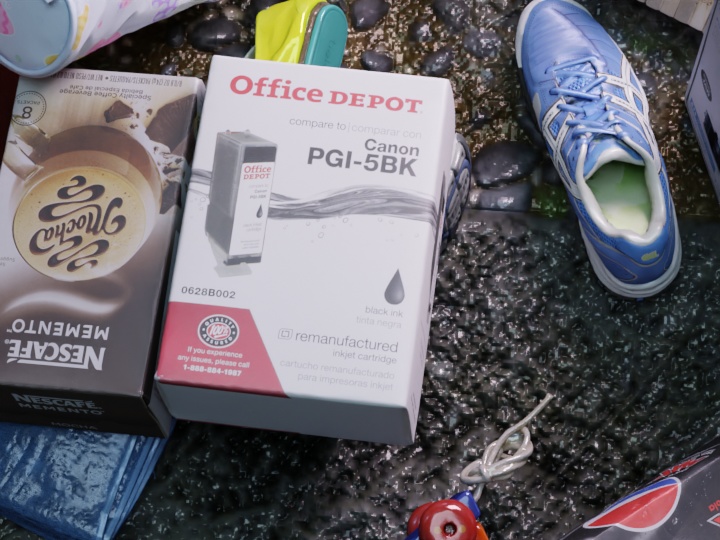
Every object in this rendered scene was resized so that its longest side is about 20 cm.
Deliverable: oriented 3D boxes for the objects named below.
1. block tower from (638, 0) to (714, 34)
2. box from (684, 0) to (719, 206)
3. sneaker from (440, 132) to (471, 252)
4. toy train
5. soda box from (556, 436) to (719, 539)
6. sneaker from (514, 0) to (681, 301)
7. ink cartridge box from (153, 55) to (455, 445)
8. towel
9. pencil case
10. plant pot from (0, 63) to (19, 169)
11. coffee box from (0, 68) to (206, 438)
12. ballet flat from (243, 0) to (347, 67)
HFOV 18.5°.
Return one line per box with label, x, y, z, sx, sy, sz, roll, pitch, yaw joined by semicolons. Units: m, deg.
block tower;0.150;-0.222;1.391;0.199;0.054;0.058;27;42;7
box;0.243;-0.092;1.288;0.060;0.200;0.117;-15;76;-2
sneaker;0.000;0.000;1.348;0.087;0.075;0.201;17;68;15
toy train;0.076;0.181;1.289;0.200;0.085;0.116;-41;88;-8
soda box;0.163;0.165;1.258;0.199;0.063;0.071;-29;91;-25
sneaker;0.151;-0.084;1.353;0.075;0.077;0.201;-21;74;-2
ink cartridge box;-0.029;-0.013;1.265;0.146;0.083;0.201;6;71;6
towel;-0.159;0.066;1.340;0.111;0.049;0.201;23;78;9
pencil case;-0.146;-0.181;1.333;0.090;0.200;0.084;-15;102;39
plant pot;-0.303;-0.108;1.325;0.199;0.176;0.201;-3;76;1
coffee box;-0.156;-0.011;1.295;0.112;0.080;0.201;4;69;8
ballet flat;-0.059;-0.078;1.373;0.067;0.067;0.201;4;72;25
